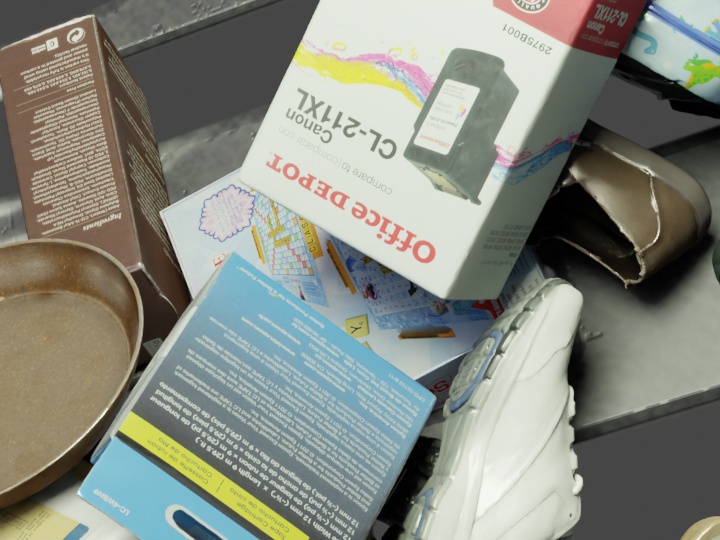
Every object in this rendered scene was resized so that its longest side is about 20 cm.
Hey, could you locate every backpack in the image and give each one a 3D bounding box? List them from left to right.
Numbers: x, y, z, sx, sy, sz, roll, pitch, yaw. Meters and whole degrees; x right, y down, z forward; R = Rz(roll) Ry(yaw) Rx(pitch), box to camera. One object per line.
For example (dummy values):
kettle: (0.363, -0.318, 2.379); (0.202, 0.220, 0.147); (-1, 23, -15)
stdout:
backpack: (0.163, -0.169, 1.447); (0.154, 0.163, 0.200); (-43, 59, 15)

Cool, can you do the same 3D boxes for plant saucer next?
plant saucer: (-0.206, 0.066, 1.402); (0.200, 0.035, 0.201); (-15, 43, 15)

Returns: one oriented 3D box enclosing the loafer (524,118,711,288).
loafer: (0.099, -0.057, 1.425); (0.200, 0.073, 0.071); (26, 53, 15)

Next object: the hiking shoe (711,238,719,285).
hiking shoe: (0.258, -0.061, 1.400); (0.200, 0.074, 0.087); (-43, 46, -14)

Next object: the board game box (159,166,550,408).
board game box: (0.000, 0.000, 1.498); (0.199, 0.041, 0.200); (-28, 55, 8)

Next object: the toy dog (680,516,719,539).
toy dog: (0.168, 0.204, 1.276); (0.200, 0.132, 0.096); (-40, 92, 5)

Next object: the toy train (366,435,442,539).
toy train: (-0.009, 0.177, 1.408); (0.046, 0.034, 0.200); (23, 74, 37)

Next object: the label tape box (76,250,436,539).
label tape box: (-0.062, 0.104, 1.337); (0.066, 0.143, 0.200); (-48, 8, 46)

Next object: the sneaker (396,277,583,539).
sneaker: (0.084, 0.102, 1.382); (0.087, 0.075, 0.200); (23, 81, -9)

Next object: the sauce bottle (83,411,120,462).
sauce bottle: (-0.222, 0.042, 1.507); (0.200, 0.065, 0.065); (44, 86, -5)

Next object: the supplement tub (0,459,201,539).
supplement tub: (-0.175, 0.176, 1.410); (0.200, 0.145, 0.145); (18, 71, 44)

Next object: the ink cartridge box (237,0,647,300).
ink cartridge box: (0.045, -0.102, 1.376); (0.146, 0.083, 0.200); (30, 101, 20)

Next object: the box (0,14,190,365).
box: (-0.164, -0.046, 1.564); (0.075, 0.100, 0.200); (-20, 55, 6)
